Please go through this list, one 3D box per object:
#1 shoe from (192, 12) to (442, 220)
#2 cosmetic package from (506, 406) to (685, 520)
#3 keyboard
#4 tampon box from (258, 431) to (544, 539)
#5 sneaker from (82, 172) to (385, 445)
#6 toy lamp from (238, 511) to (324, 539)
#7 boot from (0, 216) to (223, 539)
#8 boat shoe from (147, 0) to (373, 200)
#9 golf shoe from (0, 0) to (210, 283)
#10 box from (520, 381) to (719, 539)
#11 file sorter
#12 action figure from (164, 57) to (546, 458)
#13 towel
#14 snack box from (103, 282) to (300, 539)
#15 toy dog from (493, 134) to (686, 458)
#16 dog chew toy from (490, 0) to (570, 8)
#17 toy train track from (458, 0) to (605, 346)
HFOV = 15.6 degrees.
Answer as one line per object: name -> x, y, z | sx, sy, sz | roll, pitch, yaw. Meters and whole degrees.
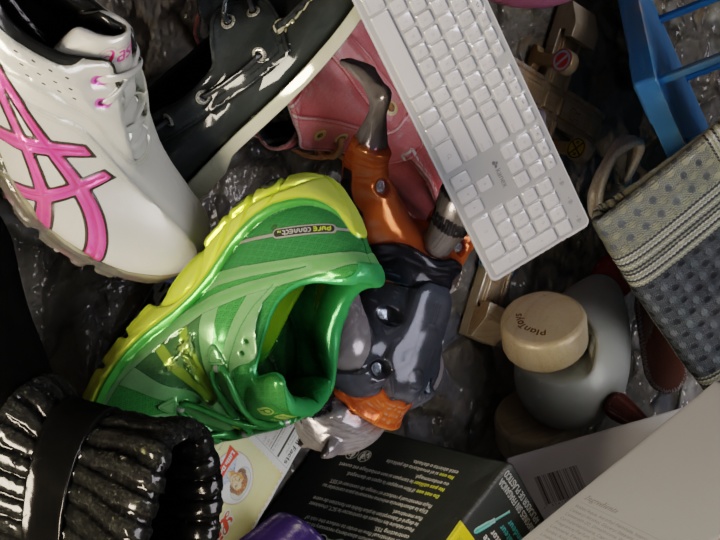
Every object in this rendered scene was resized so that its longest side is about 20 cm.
shoe -> -0.012, -0.079, 1.341 | 0.091, 0.071, 0.201 | -48, 124, -28
cosmetic package -> 0.179, 0.136, 1.484 | 0.199, 0.052, 0.151 | -15, 144, -11
keyboard -> 0.048, -0.083, 1.217 | 0.056, 0.011, 0.201 | -34, 123, -9
tampon box -> 0.008, 0.208, 1.373 | 0.200, 0.126, 0.150 | -52, 130, -26
sneaker -> -0.062, 0.048, 1.202 | 0.074, 0.084, 0.200 | 5, 128, -51
toy lamp -> -0.085, 0.202, 1.272 | 0.200, 0.058, 0.058 | -51, 130, -24
boot -> -0.140, 0.056, 1.160 | 0.079, 0.157, 0.212 | -28, 118, -40
boat shoe -> -0.058, -0.107, 1.231 | 0.066, 0.199, 0.075 | 38, 28, -14
golf shoe -> -0.127, -0.071, 1.164 | 0.200, 0.092, 0.073 | 47, 42, -27
box -> 0.161, 0.171, 1.338 | 0.200, 0.097, 0.125 | -36, 123, -23
file sorter -> 0.240, -0.092, 1.523 | 0.139, 0.122, 0.201 | -92, 158, -51
action figure -> 0.000, 0.000, 1.281 | 0.199, 0.104, 0.195 | 9, 102, -44
towel -> 0.244, -0.028, 1.454 | 0.200, 0.035, 0.193 | -38, 123, 2
snack box -> -0.094, 0.096, 1.307 | 0.116, 0.037, 0.201 | 49, 63, -40
toy dog -> 0.156, 0.033, 1.510 | 0.201, 0.096, 0.132 | -56, 152, -20
dog chew toy -> 0.062, -0.192, 1.339 | 0.200, 0.124, 0.126 | -16, 110, -55
toy train track -> 0.102, -0.055, 1.491 | 0.114, 0.032, 0.201 | 24, 81, -47
